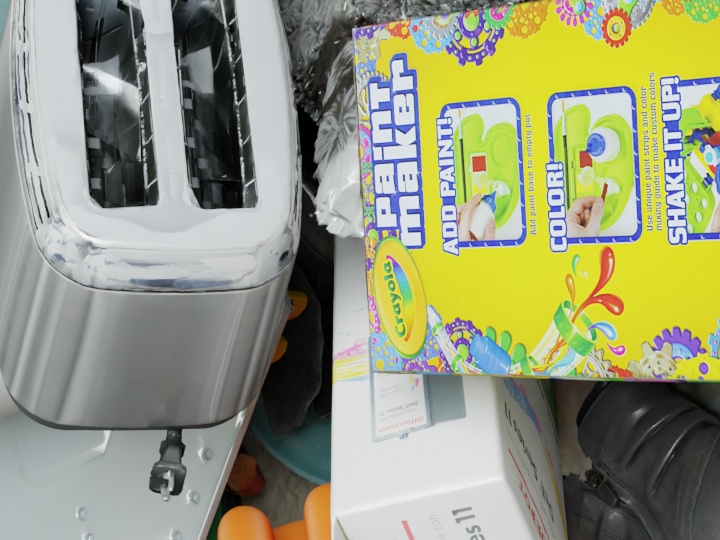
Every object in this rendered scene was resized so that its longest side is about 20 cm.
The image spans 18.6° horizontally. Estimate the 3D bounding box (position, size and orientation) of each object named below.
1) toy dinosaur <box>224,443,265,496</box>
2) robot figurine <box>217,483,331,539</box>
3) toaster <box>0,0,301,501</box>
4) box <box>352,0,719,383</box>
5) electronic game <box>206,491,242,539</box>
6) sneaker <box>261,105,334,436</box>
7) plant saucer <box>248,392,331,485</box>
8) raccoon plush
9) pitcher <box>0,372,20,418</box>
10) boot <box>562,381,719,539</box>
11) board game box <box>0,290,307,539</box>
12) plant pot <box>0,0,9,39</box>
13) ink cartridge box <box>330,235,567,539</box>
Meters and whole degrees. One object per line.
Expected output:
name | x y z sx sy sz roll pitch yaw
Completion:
toy dinosaur | -0.105 0.030 1.085 0.181 0.201 0.105 31 155 3
robot figurine | -0.007 0.189 0.958 0.116 0.144 0.201 22 138 42
toaster | -0.083 -0.030 0.819 0.129 0.113 0.201 112 155 -58
box | 0.134 -0.031 0.744 0.192 0.199 0.123 -2 93 46
electronic game | -0.149 0.153 1.100 0.199 0.200 0.042 18 148 44
sneaker | -0.053 -0.035 0.990 0.200 0.060 0.104 55 130 14
plant saucer | 0.000 0.000 1.012 0.199 0.036 0.202 7 99 47
raccoon plush | 0.037 -0.067 0.861 0.097 0.133 0.201 -41 36 47
pitcher | -0.211 0.020 0.940 0.199 0.171 0.122 -14 103 34
boot | 0.125 0.148 0.881 0.131 0.069 0.201 24 101 46
board game box | -0.131 0.063 0.998 0.199 0.026 0.201 27 102 33
plant pot | -0.173 -0.142 0.999 0.135 0.200 0.200 45 128 8
ink cartridge box | 0.036 0.080 0.831 0.067 0.118 0.201 -14 40 12
